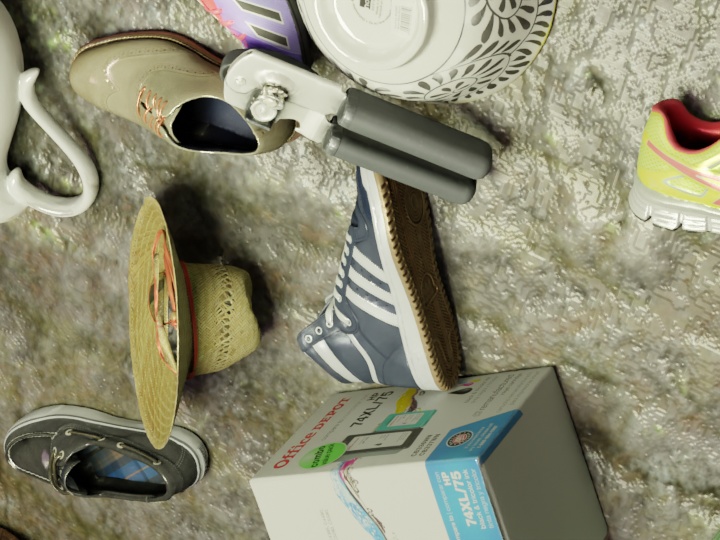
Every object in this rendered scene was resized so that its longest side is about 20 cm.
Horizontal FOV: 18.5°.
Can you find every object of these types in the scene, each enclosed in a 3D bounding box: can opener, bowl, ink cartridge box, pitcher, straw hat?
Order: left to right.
[{"bbox_3d":[-0.293,-0.127,1.710,0.170,0.122,0.201,2,127,6],"label":"pitcher"},{"bbox_3d":[-0.120,0.038,1.697,0.084,0.201,0.202,-4,121,-17],"label":"straw hat"},{"bbox_3d":[-0.002,-0.109,1.536,0.199,0.067,0.053,23,133,-9],"label":"can opener"},{"bbox_3d":[0.025,-0.192,1.500,0.199,0.094,0.202,13,120,24],"label":"bowl"},{"bbox_3d":[0.051,0.176,1.637,0.199,0.147,0.147,-9,110,32],"label":"ink cartridge box"}]

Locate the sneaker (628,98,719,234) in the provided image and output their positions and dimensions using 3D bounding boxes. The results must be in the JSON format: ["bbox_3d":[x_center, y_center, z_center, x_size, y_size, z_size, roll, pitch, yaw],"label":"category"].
[{"bbox_3d":[0.268,-0.066,1.439,0.199,0.078,0.091,10,116,25],"label":"sneaker"}]

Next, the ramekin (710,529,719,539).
[{"bbox_3d":[0.311,0.263,1.564,0.199,0.098,0.201,13,119,24],"label":"ramekin"}]

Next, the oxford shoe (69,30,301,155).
[{"bbox_3d":[-0.139,-0.130,1.635,0.199,0.074,0.071,12,119,24],"label":"oxford shoe"}]

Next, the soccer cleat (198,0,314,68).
[{"bbox_3d":[-0.103,-0.212,1.565,0.068,0.073,0.201,-13,107,59],"label":"soccer cleat"}]

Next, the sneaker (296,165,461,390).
[{"bbox_3d":[0.000,0.000,1.625,0.108,0.070,0.201,-2,115,28],"label":"sneaker"}]

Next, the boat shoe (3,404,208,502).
[{"bbox_3d":[-0.224,0.162,1.833,0.199,0.066,0.070,6,117,26],"label":"boat shoe"}]

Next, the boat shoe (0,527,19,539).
[{"bbox_3d":[-0.367,0.267,1.972,0.201,0.075,0.075,9,132,32],"label":"boat shoe"}]
